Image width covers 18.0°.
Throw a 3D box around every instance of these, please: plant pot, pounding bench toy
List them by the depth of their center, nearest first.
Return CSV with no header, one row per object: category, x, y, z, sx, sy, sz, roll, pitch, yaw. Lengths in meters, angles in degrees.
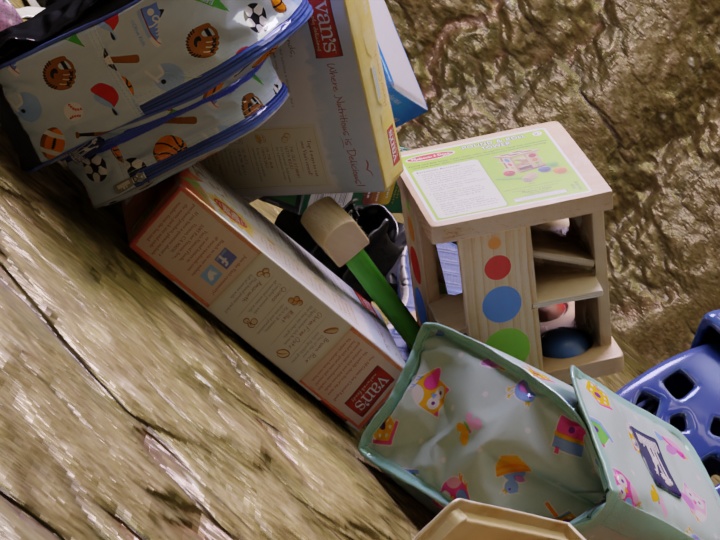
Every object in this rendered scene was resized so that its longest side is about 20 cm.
pounding bench toy,0.065,0.009,1.562,0.124,0.199,0.157,-118,-161,-61
plant pot,0.306,0.157,1.907,0.200,0.180,0.200,42,-9,13

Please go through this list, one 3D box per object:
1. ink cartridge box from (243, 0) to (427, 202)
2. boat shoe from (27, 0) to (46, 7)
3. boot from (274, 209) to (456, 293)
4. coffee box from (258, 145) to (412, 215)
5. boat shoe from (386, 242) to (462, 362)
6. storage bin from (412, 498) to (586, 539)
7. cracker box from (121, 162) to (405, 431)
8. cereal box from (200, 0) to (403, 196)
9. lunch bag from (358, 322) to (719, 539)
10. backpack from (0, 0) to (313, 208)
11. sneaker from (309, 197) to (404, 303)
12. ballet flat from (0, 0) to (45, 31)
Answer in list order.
ink cartridge box,-0.073,-0.143,1.655,0.147,0.199,0.084,68,16,15
boat shoe,-0.229,-0.218,1.926,0.074,0.066,0.199,37,9,-29
boot,0.034,0.016,1.866,0.197,0.074,0.163,12,-22,16
coffee box,-0.030,-0.081,1.794,0.123,0.044,0.200,22,15,31
boat shoe,0.051,0.060,1.687,0.072,0.073,0.200,11,36,2
storage bin,0.109,0.214,1.079,0.200,0.094,0.198,45,8,23
cracker box,-0.065,0.008,1.505,0.200,0.058,0.134,39,7,-16
cereal box,-0.078,-0.121,1.536,0.040,0.199,0.145,-49,133,-55
lunch bag,0.128,0.129,1.428,0.200,0.122,0.170,23,-6,43
backpack,-0.125,-0.140,1.419,0.154,0.190,0.200,53,24,-16
sneaker,-0.002,-0.002,1.700,0.060,0.104,0.200,40,7,13
ballet flat,-0.205,-0.140,1.572,0.069,0.071,0.200,31,1,28
